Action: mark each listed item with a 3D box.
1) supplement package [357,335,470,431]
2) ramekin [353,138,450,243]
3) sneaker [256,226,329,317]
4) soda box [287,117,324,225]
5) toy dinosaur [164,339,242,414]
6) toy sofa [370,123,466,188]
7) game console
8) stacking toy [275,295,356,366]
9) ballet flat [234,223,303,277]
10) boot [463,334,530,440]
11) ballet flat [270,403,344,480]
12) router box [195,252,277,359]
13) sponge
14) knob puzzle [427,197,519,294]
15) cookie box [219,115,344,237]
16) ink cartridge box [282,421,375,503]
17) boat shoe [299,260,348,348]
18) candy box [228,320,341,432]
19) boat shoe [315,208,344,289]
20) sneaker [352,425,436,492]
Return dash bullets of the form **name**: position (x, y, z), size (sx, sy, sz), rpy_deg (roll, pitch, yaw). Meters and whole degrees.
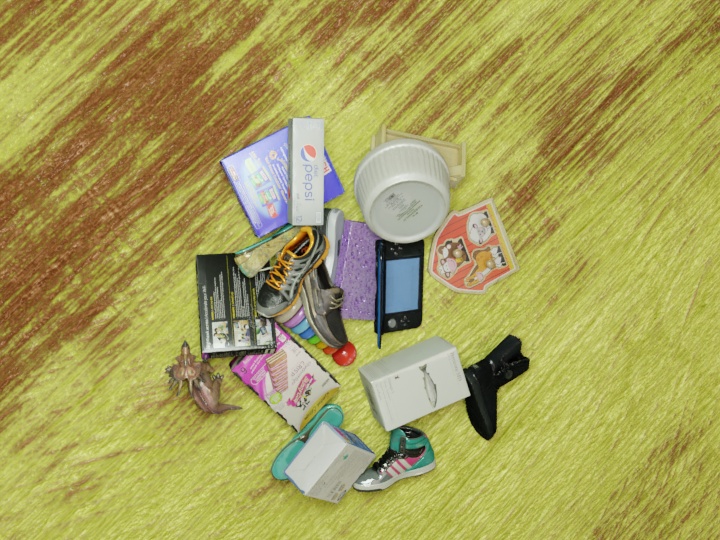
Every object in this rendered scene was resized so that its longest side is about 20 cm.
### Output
- **supplement package**: position (0.113, 0.237, 1.690), size (0.197, 0.117, 0.119), rpy_deg (-21, 102, -11)
- **ramekin**: position (0.087, -0.148, 1.578), size (0.196, 0.106, 0.202), rpy_deg (-4, 134, -4)
- **sneaker**: position (-0.140, -0.002, 1.526), size (0.078, 0.077, 0.201), rpy_deg (27, 76, 25)
- **soda box**: position (-0.106, -0.190, 1.524), size (0.062, 0.068, 0.204), rpy_deg (-1, 98, -14)
- **toy dinosaur**: position (-0.316, 0.232, 1.569), size (0.086, 0.135, 0.201), rpy_deg (-40, 105, -6)
- **toy sofa**: position (0.116, -0.231, 1.657), size (0.197, 0.098, 0.084), rpy_deg (9, 71, -15)
- **game console**: position (0.083, 0.042, 1.632), size (0.168, 0.118, 0.204), rpy_deg (-6, 105, -29)
- **stacking toy**: position (-0.083, 0.127, 1.647), size (0.200, 0.085, 0.086), rpy_deg (42, 86, -20)
- **ballet flat**: position (-0.162, -0.047, 1.576), size (0.199, 0.070, 0.072), rpy_deg (-34, 106, -35)
- **boot**: position (0.311, 0.260, 1.763), size (0.167, 0.076, 0.203), rpy_deg (-30, 119, -20)
- **ballet flat**: position (-0.109, 0.360, 1.673), size (0.067, 0.070, 0.200), rpy_deg (44, 88, -5)
- **router box**: position (-0.246, 0.066, 1.567), size (0.146, 0.051, 0.203), rpy_deg (-2, 71, -14)
- **sponge**: position (0.000, 0.000, 1.654), size (0.110, 0.030, 0.204), rpy_deg (7, 96, -39)
- **knob puzzle**: position (0.237, -0.038, 1.731), size (0.216, 0.030, 0.224), rpy_deg (-2, 98, -14)
- **cookie box**: position (-0.156, -0.187, 1.585), size (0.198, 0.075, 0.173), rpy_deg (-28, 103, -9)
- **ink cartridge box**: position (-0.055, 0.402, 1.641), size (0.137, 0.076, 0.200), rpy_deg (-50, 148, -2)
- **boat shoe**: position (-0.073, 0.058, 1.578), size (0.073, 0.074, 0.202), rpy_deg (-28, 88, 30)
- **candy box**: position (-0.156, 0.217, 1.647), size (0.137, 0.061, 0.200), rpy_deg (-47, 106, -4)
- **boat shoe**: position (-0.072, -0.031, 1.640), size (0.056, 0.069, 0.204), rpy_deg (11, 104, 19)
- **sneaker**: position (0.068, 0.395, 1.715), size (0.197, 0.083, 0.123), rpy_deg (-15, 106, -20)
